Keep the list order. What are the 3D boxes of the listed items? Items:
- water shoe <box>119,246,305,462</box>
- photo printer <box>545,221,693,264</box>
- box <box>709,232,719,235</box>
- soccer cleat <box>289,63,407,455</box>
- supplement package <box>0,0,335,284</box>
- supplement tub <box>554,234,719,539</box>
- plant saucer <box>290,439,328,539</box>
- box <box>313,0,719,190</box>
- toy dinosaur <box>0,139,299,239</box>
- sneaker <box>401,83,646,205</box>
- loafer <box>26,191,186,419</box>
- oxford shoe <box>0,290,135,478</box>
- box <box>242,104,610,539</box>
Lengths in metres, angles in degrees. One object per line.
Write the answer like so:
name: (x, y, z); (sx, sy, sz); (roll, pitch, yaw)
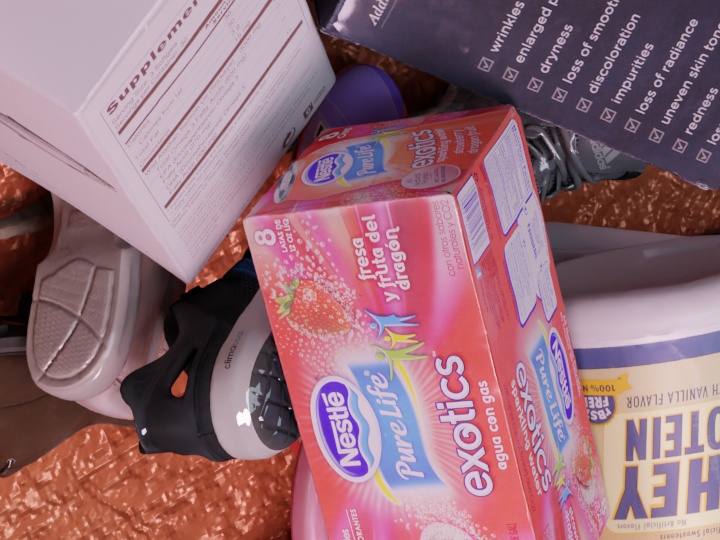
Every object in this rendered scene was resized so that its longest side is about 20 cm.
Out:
water shoe: (-0.048, 0.013, 1.095); (0.200, 0.078, 0.072); (-59, 140, -60)
photo printer: (0.142, 0.062, 1.277); (0.069, 0.198, 0.168); (-25, 120, -65)
box: (0.244, 0.079, 1.363); (0.148, 0.106, 0.202); (-11, 106, -55)
soccer cleat: (0.000, 0.000, 1.234); (0.066, 0.076, 0.202); (8, 95, -34)
supplement package: (-0.100, -0.098, 1.002); (0.118, 0.117, 0.200); (-54, 162, -10)
supplement tub: (0.151, 0.095, 1.162); (0.144, 0.144, 0.202); (-16, 101, -30)
plant saucer: (0.042, 0.110, 1.200); (0.199, 0.051, 0.202); (-3, 94, -37)
box: (0.104, -0.171, 1.052); (0.195, 0.124, 0.201); (20, 117, -21)
toy dinosaur: (-0.083, -0.065, 1.187); (0.088, 0.047, 0.200); (43, 77, -13)
sneaker: (0.082, -0.053, 1.202); (0.200, 0.115, 0.076); (-58, 138, -56)
loafer: (-0.101, -0.031, 1.129); (0.063, 0.071, 0.202); (34, 62, -50)
oxford shoe: (-0.177, 0.058, 1.132); (0.199, 0.073, 0.085); (-3, 103, -33)
box: (0.032, 0.044, 1.046); (0.103, 0.094, 0.201); (-53, 133, -58)
